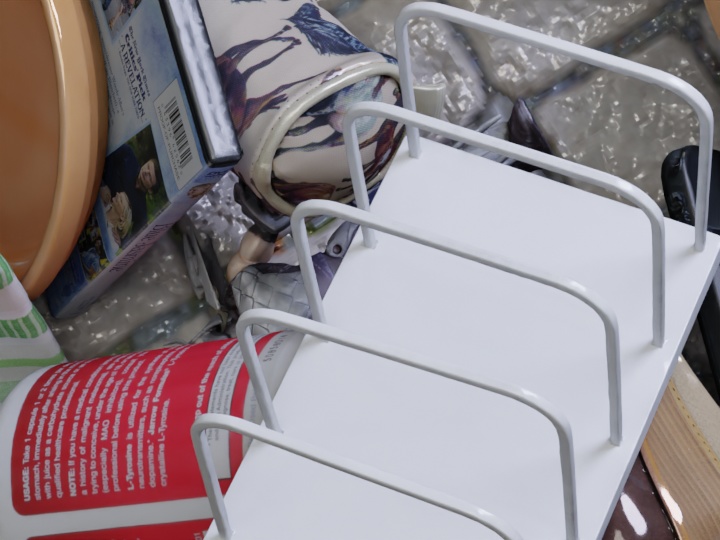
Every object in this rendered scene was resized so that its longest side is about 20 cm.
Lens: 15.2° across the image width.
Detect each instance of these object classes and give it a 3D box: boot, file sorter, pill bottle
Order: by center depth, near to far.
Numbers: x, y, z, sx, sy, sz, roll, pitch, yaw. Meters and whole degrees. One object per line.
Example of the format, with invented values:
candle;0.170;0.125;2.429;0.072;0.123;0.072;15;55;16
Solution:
file sorter;0.037;0.022;1.008;0.139;0.125;0.200;19;64;16
boot;0.052;0.069;1.083;0.166;0.072;0.200;-28;57;-19
pill bottle;-0.086;0.090;1.151;0.200;0.112;0.112;-8;76;26

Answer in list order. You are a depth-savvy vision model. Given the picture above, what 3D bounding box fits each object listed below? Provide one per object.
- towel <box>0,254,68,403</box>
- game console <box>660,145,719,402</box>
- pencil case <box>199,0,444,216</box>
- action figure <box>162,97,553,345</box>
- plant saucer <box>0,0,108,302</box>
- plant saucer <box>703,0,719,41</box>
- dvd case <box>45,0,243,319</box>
towel;-0.214;0.026;1.154;0.152;0.200;0.023;-7;62;6
game console;0.234;0.032;1.148;0.116;0.176;0.200;-22;74;31
pencil case;-0.050;-0.105;1.181;0.089;0.078;0.200;-11;41;-30
action figure;0.000;0.000;1.204;0.200;0.069;0.130;-27;85;4
plant saucer;-0.167;-0.080;1.197;0.037;0.200;0.200;-9;73;-36
plant saucer;0.228;-0.138;1.158;0.200;0.032;0.201;7;77;-32
dvd case;-0.113;-0.077;1.176;0.018;0.200;0.143;-9;75;-29
